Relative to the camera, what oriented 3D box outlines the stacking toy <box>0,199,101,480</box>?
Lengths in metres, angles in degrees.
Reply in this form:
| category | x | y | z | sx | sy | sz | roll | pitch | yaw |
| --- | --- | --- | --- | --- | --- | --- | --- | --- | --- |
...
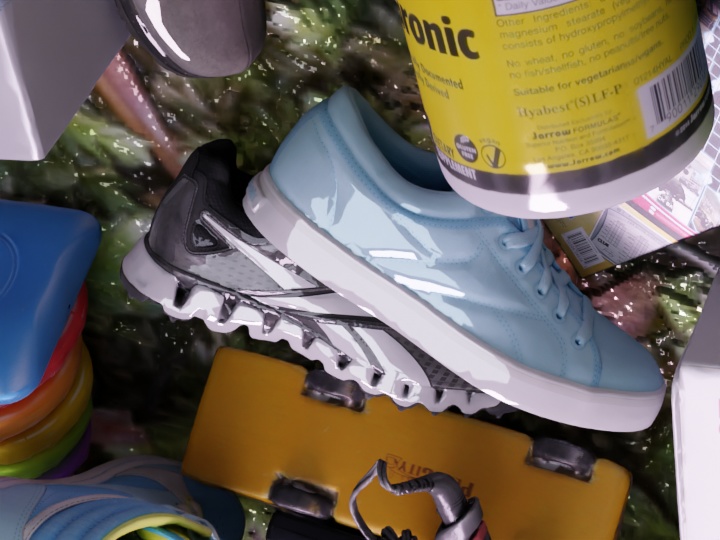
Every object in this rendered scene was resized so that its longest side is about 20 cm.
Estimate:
| category | x | y | z | sx | sy | sz | roll | pitch | yaw |
| --- | --- | --- | --- | --- | --- | --- | --- | --- | --- |
| stacking toy | -0.164 | 0.067 | 1.399 | 0.109 | 0.116 | 0.201 | 5 | 141 | 19 |

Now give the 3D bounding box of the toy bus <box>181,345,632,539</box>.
| category | x | y | z | sx | sy | sz | roll | pitch | yaw |
| --- | --- | --- | --- | --- | --- | --- | --- | --- | --- |
| toy bus | 0.022 | 0.093 | 1.334 | 0.199 | 0.065 | 0.078 | 16 | 173 | 10 |

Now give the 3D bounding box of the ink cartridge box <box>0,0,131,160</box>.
| category | x | y | z | sx | sy | sz | roll | pitch | yaw |
| --- | --- | --- | --- | --- | --- | --- | --- | --- | --- |
| ink cartridge box | -0.185 | -0.164 | 1.186 | 0.144 | 0.145 | 0.201 | 4 | 127 | 20 |

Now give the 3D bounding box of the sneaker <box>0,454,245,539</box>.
| category | x | y | z | sx | sy | sz | roll | pitch | yaw |
| --- | --- | --- | --- | --- | --- | --- | --- | --- | --- |
| sneaker | -0.090 | 0.134 | 1.338 | 0.130 | 0.199 | 0.080 | 9 | 98 | 37 |

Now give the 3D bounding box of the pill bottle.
| category | x | y | z | sx | sy | sz | roll | pitch | yaw |
| --- | --- | --- | --- | --- | --- | --- | --- | --- | --- |
| pill bottle | 0.062 | -0.130 | 1.088 | 0.111 | 0.111 | 0.201 | -1 | 124 | 23 |

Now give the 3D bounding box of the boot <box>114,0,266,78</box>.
| category | x | y | z | sx | sy | sz | roll | pitch | yaw |
| --- | --- | --- | --- | --- | --- | --- | --- | --- | --- |
| boot | -0.042 | -0.155 | 1.162 | 0.130 | 0.068 | 0.201 | 16 | 131 | 37 |

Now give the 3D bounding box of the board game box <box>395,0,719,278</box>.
| category | x | y | z | sx | sy | sz | roll | pitch | yaw |
| --- | --- | --- | --- | --- | --- | --- | --- | --- | --- |
| board game box | 0.097 | -0.102 | 1.191 | 0.135 | 0.035 | 0.200 | -20 | 115 | 33 |

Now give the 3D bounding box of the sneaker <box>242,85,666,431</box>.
| category | x | y | z | sx | sy | sz | roll | pitch | yaw |
| --- | --- | --- | --- | --- | --- | --- | --- | --- | --- |
| sneaker | 0.054 | -0.006 | 1.217 | 0.199 | 0.074 | 0.082 | 29 | 113 | -13 |

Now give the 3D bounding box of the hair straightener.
| category | x | y | z | sx | sy | sz | roll | pitch | yaw |
| --- | --- | --- | --- | --- | --- | --- | --- | --- | --- |
| hair straightener | 0.037 | 0.158 | 1.272 | 0.077 | 0.041 | 0.201 | -5 | 128 | 29 |

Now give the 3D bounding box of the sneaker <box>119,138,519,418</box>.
| category | x | y | z | sx | sy | sz | roll | pitch | yaw |
| --- | --- | --- | --- | --- | --- | --- | --- | --- | --- |
| sneaker | 0.000 | 0.000 | 1.286 | 0.199 | 0.067 | 0.091 | 20 | 115 | -3 |

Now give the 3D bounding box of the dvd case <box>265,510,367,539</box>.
| category | x | y | z | sx | sy | sz | roll | pitch | yaw |
| --- | --- | --- | --- | --- | --- | --- | --- | --- | --- |
| dvd case | 0.060 | 0.156 | 1.357 | 0.199 | 0.018 | 0.143 | 17 | 170 | 10 |

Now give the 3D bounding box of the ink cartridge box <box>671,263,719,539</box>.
| category | x | y | z | sx | sy | sz | roll | pitch | yaw |
| --- | --- | --- | --- | --- | --- | --- | --- | --- | --- |
| ink cartridge box | 0.239 | 0.083 | 1.239 | 0.199 | 0.084 | 0.147 | 7 | 127 | 18 |
